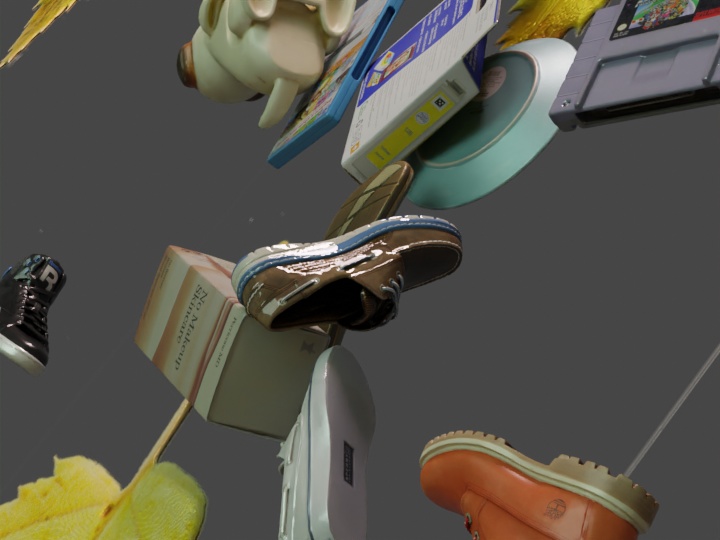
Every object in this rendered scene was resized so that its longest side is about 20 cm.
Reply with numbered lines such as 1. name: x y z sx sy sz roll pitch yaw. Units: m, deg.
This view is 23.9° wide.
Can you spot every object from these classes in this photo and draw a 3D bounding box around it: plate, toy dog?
1. plate: 0.109 -0.139 1.525 0.200 0.026 0.201 -32 33 24
2. toy dog: -0.107 -0.237 1.807 0.200 0.139 0.195 -11 83 58

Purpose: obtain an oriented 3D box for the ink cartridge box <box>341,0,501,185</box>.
1. ink cartridge box: 0.073 -0.191 1.564 0.200 0.047 0.198 -37 20 27

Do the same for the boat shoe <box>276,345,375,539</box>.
1. boat shoe: -0.035 0.143 1.318 0.065 0.074 0.200 -24 35 25

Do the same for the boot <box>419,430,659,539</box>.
1. boot: 0.094 0.171 1.129 0.200 0.075 0.107 9 65 53

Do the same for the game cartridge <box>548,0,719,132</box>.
1. game cartridge: 0.254 -0.183 1.391 0.200 0.038 0.130 -7 52 47

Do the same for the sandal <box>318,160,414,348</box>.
1. sandal: 0.000 0.000 1.475 0.080 0.054 0.201 6 72 60

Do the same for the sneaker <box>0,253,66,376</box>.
1. sneaker: -0.360 0.037 1.847 0.112 0.073 0.200 -51 29 -6

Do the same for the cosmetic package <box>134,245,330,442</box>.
1. cosmetic package: -0.115 0.060 1.475 0.200 0.087 0.104 32 103 60

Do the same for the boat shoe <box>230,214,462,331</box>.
1. boat shoe: -0.001 0.013 1.382 0.199 0.072 0.072 -14 49 -18

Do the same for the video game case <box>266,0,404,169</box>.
1. video game case: -0.019 -0.205 1.731 0.143 0.018 0.200 -29 30 58
